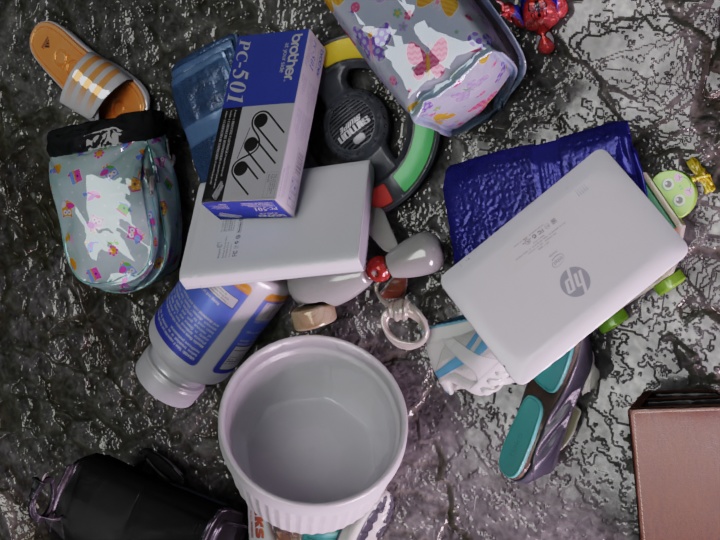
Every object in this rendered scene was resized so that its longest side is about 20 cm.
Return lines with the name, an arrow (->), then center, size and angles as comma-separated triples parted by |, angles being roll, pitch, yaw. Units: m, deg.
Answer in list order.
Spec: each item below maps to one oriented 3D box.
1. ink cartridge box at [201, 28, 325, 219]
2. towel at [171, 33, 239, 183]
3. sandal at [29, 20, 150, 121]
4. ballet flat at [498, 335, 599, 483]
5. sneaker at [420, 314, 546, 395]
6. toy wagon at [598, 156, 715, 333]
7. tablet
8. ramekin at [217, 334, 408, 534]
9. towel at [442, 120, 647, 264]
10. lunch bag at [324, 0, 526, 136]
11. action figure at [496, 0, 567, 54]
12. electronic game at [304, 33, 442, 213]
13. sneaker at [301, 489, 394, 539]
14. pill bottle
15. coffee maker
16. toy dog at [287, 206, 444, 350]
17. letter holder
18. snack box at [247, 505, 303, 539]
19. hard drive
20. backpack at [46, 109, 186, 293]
ink cartridge box -> -0.101, -0.155, 1.173 | 0.093, 0.044, 0.203 | 0, 68, 26
towel -> -0.152, -0.158, 1.272 | 0.110, 0.048, 0.203 | -21, 85, 25
sandal -> -0.347, -0.235, 1.350 | 0.206, 0.059, 0.080 | 37, 108, 18
ballet flat -> 0.200, 0.124, 1.119 | 0.072, 0.073, 0.203 | 24, 107, 21
sneaker -> 0.142, 0.078, 1.111 | 0.199, 0.076, 0.082 | -18, 89, 59
toy wagon -> 0.256, -0.042, 1.095 | 0.199, 0.039, 0.156 | -37, 79, 22
tablet -> 0.185, -0.005, 1.020 | 0.199, 0.014, 0.131 | -39, 71, 5
ramekin -> -0.051, 0.181, 1.171 | 0.199, 0.200, 0.106 | 33, 148, 19
towel -> 0.184, -0.052, 1.085 | 0.197, 0.049, 0.150 | -11, 81, 25
lunch bag -> 0.071, -0.232, 1.081 | 0.127, 0.200, 0.171 | -38, 78, 13
action figure -> 0.162, -0.316, 1.091 | 0.064, 0.099, 0.203 | -12, 91, 16
electronic game -> -0.004, -0.158, 1.203 | 0.197, 0.042, 0.203 | 1, 92, 22
sneaker -> -0.035, 0.313, 1.244 | 0.079, 0.077, 0.202 | 35, 99, 31
pill bottle -> -0.172, 0.056, 1.260 | 0.112, 0.112, 0.201 | 44, 109, 16
coffee maker -> -0.250, 0.303, 1.267 | 0.198, 0.192, 0.137 | 17, 101, 22
toy dog -> 0.000, 0.000, 1.188 | 0.197, 0.096, 0.134 | 8, 109, 18
letter holder -> 0.338, 0.219, 1.043 | 0.140, 0.100, 0.203 | -5, 91, 23
snack box -> -0.099, 0.219, 1.284 | 0.071, 0.024, 0.203 | -2, 93, 25
hard drive -> -0.087, -0.048, 1.165 | 0.197, 0.026, 0.133 | -6, 53, 16
backpack -> -0.286, -0.076, 1.294 | 0.164, 0.126, 0.203 | -8, 96, 18
